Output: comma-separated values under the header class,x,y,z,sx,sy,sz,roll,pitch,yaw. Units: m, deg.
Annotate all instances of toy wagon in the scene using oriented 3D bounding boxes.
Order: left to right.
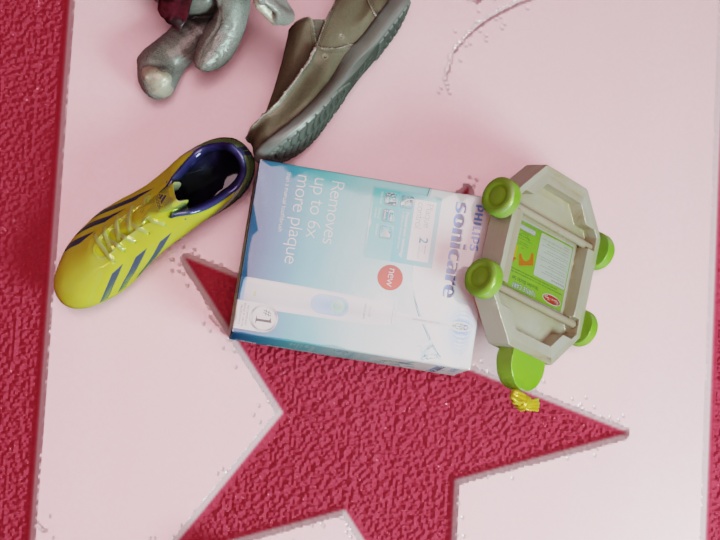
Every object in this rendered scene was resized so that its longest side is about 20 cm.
class,x,y,z,sx,sy,sz,roll,pitch,yaw
toy wagon,0.142,0.017,1.588,0.155,0.040,0.200,26,74,-46

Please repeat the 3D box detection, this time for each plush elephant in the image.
class,x,y,z,sx,sy,sz,roll,pitch,yaw
plush elephant,-0.132,-0.254,1.579,0.200,0.155,0.165,-25,87,-7

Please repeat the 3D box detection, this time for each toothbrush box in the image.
class,x,y,z,sx,sy,sz,roll,pitch,yaw
toothbrush box,0.000,0.000,1.601,0.200,0.085,0.146,10,83,-5

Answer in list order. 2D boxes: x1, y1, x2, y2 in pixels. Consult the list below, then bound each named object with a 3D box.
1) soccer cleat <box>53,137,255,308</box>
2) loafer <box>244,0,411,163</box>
class,x,y,z,sx,sy,sz,roll,pitch,yaw
soccer cleat,-0.173,-0.043,1.589,0.200,0.084,0.065,-38,89,-8
loafer,-0.038,-0.171,1.622,0.070,0.075,0.200,36,67,5
